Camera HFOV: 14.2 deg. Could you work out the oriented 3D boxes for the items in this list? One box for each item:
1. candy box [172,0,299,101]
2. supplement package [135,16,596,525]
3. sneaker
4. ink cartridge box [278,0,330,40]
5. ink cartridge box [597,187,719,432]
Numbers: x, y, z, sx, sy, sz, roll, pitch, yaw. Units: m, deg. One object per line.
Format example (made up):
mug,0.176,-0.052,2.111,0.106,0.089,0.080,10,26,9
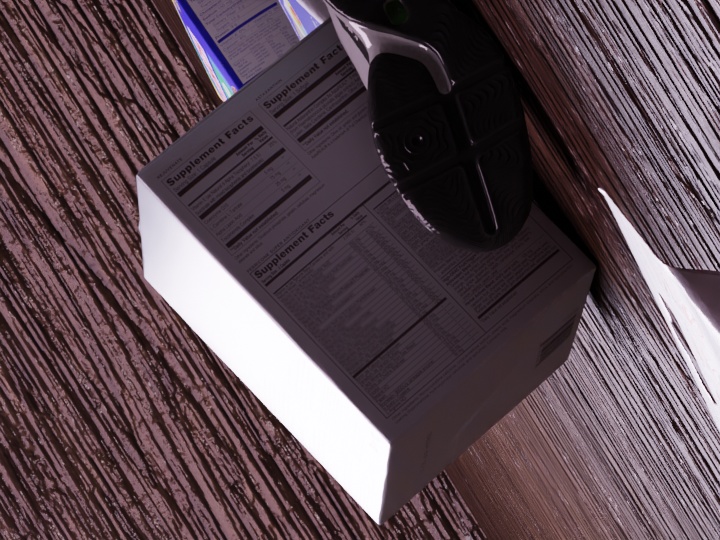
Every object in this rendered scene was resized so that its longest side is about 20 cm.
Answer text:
candy box,-0.054,-0.128,2.118,0.200,0.077,0.169,57,176,34
supplement package,0.000,0.000,1.561,0.200,0.151,0.152,46,164,14
sneaker,0.036,-0.098,1.437,0.201,0.076,0.115,65,-174,11
ink cartridge box,0.026,-0.087,1.723,0.198,0.047,0.200,62,172,-34
ink cartridge box,0.173,0.061,1.088,0.161,0.050,0.200,61,180,-37
